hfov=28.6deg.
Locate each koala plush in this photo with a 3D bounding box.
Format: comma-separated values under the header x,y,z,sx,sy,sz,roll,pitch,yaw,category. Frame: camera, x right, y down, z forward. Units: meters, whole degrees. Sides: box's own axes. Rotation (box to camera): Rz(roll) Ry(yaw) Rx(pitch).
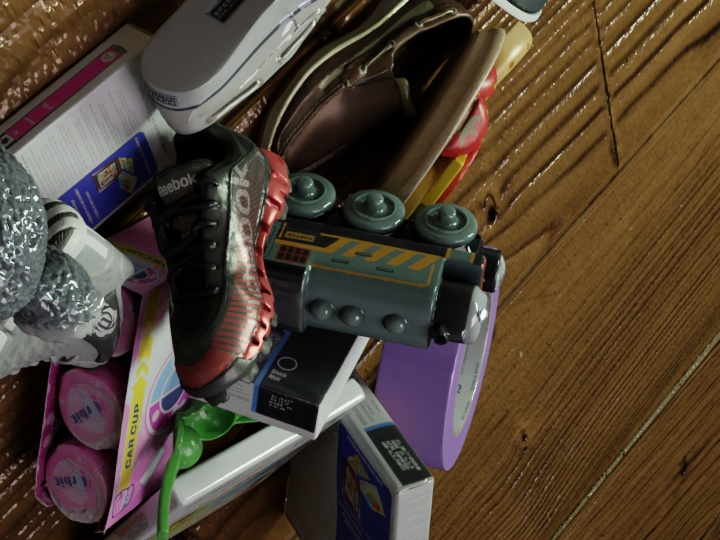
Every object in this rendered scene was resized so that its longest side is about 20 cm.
x,y,z,sx,sy,sz,roll,pitch,yaw,category
-0.229,-0.039,0.711,0.184,0.200,0.177,-52,146,-11,koala plush

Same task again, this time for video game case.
x,y,z,sx,sy,sz,roll,pitch,yaw,category
-0.110,0.165,1.104,0.200,0.023,0.182,-27,169,-44,video game case

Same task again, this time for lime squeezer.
x,y,z,sx,sy,sz,roll,pitch,yaw,category
-0.105,0.125,0.991,0.200,0.071,0.038,-34,160,-53,lime squeezer

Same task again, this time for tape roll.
x,y,z,sx,sy,sz,roll,pitch,yaw,category
0.069,0.072,1.249,0.200,0.065,0.201,11,90,-77,tape roll

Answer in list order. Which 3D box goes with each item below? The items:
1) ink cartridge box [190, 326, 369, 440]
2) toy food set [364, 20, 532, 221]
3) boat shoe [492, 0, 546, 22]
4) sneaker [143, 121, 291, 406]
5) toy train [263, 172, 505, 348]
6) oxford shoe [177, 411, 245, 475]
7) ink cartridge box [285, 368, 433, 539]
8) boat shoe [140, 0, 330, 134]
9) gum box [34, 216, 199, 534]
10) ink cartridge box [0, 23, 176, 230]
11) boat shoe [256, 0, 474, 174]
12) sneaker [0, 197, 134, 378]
x,y,z,sx,sy,sz,roll,pitch,yaw,category
-0.042,0.035,1.046,0.200,0.099,0.039,-61,164,-51,ink cartridge box
0.061,-0.103,1.107,0.198,0.049,0.200,-54,-172,28,toy food set
0.102,-0.246,1.092,0.060,0.076,0.200,-49,156,19,boat shoe
-0.098,-0.014,0.896,0.098,0.071,0.201,45,39,-42,sneaker
0.000,0.000,1.002,0.114,0.199,0.085,-71,170,-47,toy train
-0.088,0.089,1.123,0.200,0.071,0.071,-59,149,2,oxford shoe
-0.005,0.192,1.200,0.047,0.198,0.201,-15,129,-22,ink cartridge box
-0.060,-0.167,0.915,0.200,0.072,0.066,-53,161,-19,boat shoe
-0.161,0.074,0.989,0.113,0.066,0.201,-37,144,-59,gum box
-0.193,-0.060,0.895,0.200,0.037,0.095,-46,146,-23,ink cartridge box
0.008,-0.140,1.062,0.202,0.075,0.075,-49,146,-15,boat shoe
-0.213,0.055,0.863,0.200,0.075,0.115,-44,143,7,sneaker
